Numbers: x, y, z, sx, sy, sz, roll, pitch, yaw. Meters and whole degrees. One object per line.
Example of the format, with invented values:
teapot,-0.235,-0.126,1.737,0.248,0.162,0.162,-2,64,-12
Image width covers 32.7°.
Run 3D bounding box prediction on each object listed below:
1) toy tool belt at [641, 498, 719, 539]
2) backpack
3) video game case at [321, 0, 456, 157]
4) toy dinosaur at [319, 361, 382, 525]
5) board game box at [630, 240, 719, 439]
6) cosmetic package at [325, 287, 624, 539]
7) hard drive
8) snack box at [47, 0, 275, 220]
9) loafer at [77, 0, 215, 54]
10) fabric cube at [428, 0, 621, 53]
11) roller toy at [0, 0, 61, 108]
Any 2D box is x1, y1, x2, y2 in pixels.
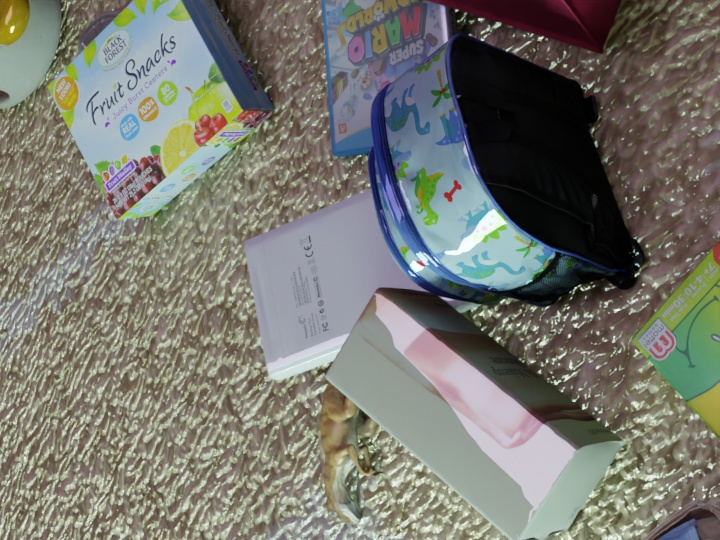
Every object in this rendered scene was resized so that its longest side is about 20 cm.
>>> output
toy tool belt,0.194,0.241,0.805,0.200,0.122,0.125,-49,53,20
backpack,0.090,-0.066,0.920,0.146,0.199,0.185,-28,63,32
video game case,0.025,-0.211,1.102,0.142,0.018,0.203,-4,90,39
toy dinosaur,-0.013,0.114,1.056,0.105,0.060,0.203,-14,70,39
board game box,0.284,0.081,0.819,0.102,0.047,0.201,-51,52,18
cosmetic package,0.084,0.104,0.924,0.199,0.103,0.088,38,105,27
hard drive,0.000,0.000,1.058,0.198,0.027,0.133,-22,64,18
snack box,-0.208,-0.177,1.258,0.199,0.067,0.170,-34,79,28
loafer,-0.226,-0.269,1.341,0.199,0.063,0.072,-18,106,38
fabric cube,0.113,-0.307,0.932,0.198,0.196,0.202,22,95,20
roller toy,-0.466,-0.298,1.491,0.183,0.139,0.201,-49,53,20
